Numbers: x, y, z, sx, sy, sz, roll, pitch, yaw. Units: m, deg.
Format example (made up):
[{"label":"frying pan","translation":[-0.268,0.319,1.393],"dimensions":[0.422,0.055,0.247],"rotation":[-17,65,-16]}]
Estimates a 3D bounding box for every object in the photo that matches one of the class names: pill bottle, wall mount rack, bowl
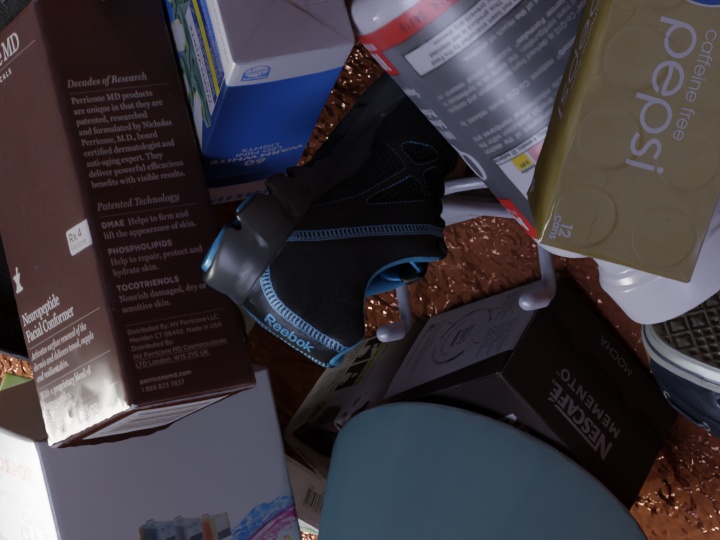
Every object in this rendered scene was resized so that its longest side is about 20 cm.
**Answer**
[{"label":"pill bottle","translation":[0.096,-0.079,0.911],"dimensions":[0.200,0.116,0.116],"rotation":[48,143,-14]},{"label":"wall mount rack","translation":[0.000,0.000,1.046],"dimensions":[0.199,0.173,0.075],"rotation":[-15,77,47]},{"label":"bowl","translation":[0.052,0.176,1.104],"dimensions":[0.199,0.105,0.202],"rotation":[20,143,16]}]

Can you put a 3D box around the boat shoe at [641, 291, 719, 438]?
[{"label":"boat shoe","translation":[0.229,0.072,1.006],"dimensions":[0.199,0.075,0.063],"rotation":[27,148,22]}]

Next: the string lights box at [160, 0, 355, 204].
[{"label":"string lights box","translation":[-0.058,-0.111,0.971],"dimensions":[0.200,0.058,0.104],"rotation":[123,134,-70]}]

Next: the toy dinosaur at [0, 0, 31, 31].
[{"label":"toy dinosaur","translation":[-0.189,-0.153,1.007],"dimensions":[0.102,0.200,0.077],"rotation":[47,-178,-4]}]

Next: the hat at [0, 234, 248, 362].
[{"label":"hat","translation":[-0.148,-0.009,1.092],"dimensions":[0.199,0.200,0.082],"rotation":[23,111,18]}]

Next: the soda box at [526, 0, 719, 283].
[{"label":"soda box","translation":[0.126,-0.102,0.809],"dimensions":[0.067,0.064,0.202],"rotation":[14,108,-5]}]

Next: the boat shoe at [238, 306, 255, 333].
[{"label":"boat shoe","translation":[-0.142,-0.018,1.219],"dimensions":[0.074,0.066,0.200],"rotation":[-5,126,44]}]

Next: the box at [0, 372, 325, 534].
[{"label":"box","translation":[-0.126,0.121,1.335],"dimensions":[0.199,0.037,0.144],"rotation":[9,162,33]}]

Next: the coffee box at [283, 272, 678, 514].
[{"label":"coffee box","translation":[0.065,0.087,1.148],"dimensions":[0.113,0.080,0.199],"rotation":[47,143,-16]}]

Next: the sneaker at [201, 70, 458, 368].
[{"label":"sneaker","translation":[0.011,-0.035,0.951],"dimensions":[0.082,0.200,0.073],"rotation":[42,147,2]}]

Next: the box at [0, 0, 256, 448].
[{"label":"box","translation":[-0.124,-0.024,0.984],"dimensions":[0.100,0.074,0.202],"rotation":[-27,73,54]}]

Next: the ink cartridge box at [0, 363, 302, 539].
[{"label":"ink cartridge box","translation":[-0.124,0.157,1.145],"dimensions":[0.145,0.144,0.202],"rotation":[7,110,60]}]

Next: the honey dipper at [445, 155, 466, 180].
[{"label":"honey dipper","translation":[0.008,-0.120,1.009],"dimensions":[0.038,0.038,0.201],"rotation":[4,134,37]}]
